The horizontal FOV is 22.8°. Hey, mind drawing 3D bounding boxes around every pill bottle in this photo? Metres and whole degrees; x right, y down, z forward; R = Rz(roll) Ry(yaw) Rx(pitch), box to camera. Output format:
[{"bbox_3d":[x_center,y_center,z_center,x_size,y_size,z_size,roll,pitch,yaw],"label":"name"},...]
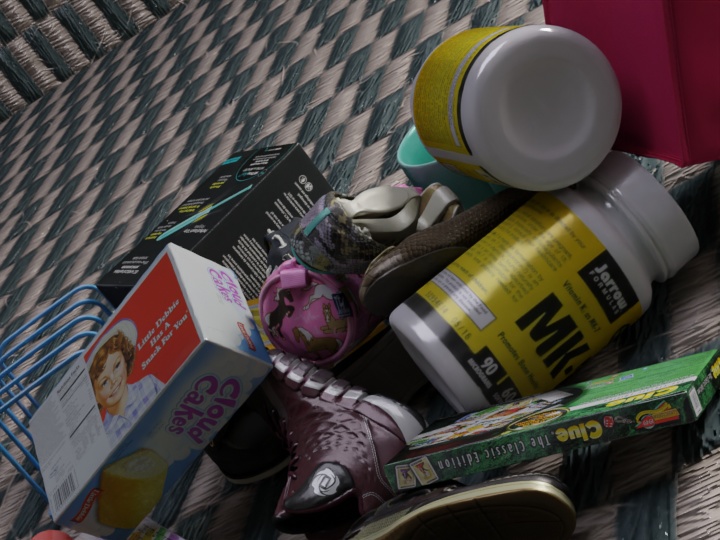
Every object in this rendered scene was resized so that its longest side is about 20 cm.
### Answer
[{"bbox_3d":[0.129,0.014,1.245,0.200,0.114,0.114,-39,19,-5],"label":"pill bottle"},{"bbox_3d":[0.101,-0.119,1.283,0.112,0.112,0.200,-40,14,-6],"label":"pill bottle"}]

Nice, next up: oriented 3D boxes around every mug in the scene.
[{"bbox_3d":[0.117,-0.081,1.481,0.152,0.114,0.185,-20,27,39],"label":"mug"}]

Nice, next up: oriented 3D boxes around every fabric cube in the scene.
[{"bbox_3d":[0.259,-0.193,1.264,0.199,0.196,0.200,-12,13,-17],"label":"fabric cube"}]

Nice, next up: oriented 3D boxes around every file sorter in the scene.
[{"bbox_3d":[-0.266,0.115,1.686,0.139,0.123,0.200,-35,19,3],"label":"file sorter"}]

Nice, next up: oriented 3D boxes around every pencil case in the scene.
[{"bbox_3d":[0.000,0.000,1.392,0.087,0.083,0.200,-50,-6,35],"label":"pencil case"}]

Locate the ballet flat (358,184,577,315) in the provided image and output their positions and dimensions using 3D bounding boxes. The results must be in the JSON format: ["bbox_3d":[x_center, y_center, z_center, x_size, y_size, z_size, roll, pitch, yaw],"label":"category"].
[{"bbox_3d":[0.079,-0.026,1.296,0.200,0.067,0.046,-27,60,-21],"label":"ballet flat"}]

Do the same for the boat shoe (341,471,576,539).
[{"bbox_3d":[0.049,0.159,1.115,0.200,0.073,0.065,-24,28,33],"label":"boat shoe"}]

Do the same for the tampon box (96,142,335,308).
[{"bbox_3d":[-0.119,-0.006,1.699,0.200,0.126,0.150,-46,21,-21],"label":"tampon box"}]

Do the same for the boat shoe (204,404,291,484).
[{"bbox_3d":[-0.105,0.125,1.481,0.074,0.063,0.201,-41,21,-14],"label":"boat shoe"}]

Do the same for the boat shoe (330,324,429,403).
[{"bbox_3d":[0.049,0.049,1.370,0.200,0.073,0.063,-37,22,15],"label":"boat shoe"}]

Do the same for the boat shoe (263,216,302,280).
[{"bbox_3d":[-0.051,0.005,1.516,0.060,0.076,0.200,-17,12,1],"label":"boat shoe"}]

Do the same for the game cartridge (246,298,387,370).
[{"bbox_3d":[-0.093,0.058,1.519,0.200,0.032,0.176,-10,15,-14],"label":"game cartridge"}]

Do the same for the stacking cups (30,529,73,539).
[{"bbox_3d":[-0.227,0.244,1.280,0.060,0.061,0.200,-37,18,0],"label":"stacking cups"}]

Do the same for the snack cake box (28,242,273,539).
[{"bbox_3d":[-0.163,0.094,1.353,0.200,0.067,0.115,-49,38,21],"label":"snack cake box"}]

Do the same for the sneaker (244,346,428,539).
[{"bbox_3d":[-0.047,0.130,1.293,0.200,0.076,0.116,16,62,42],"label":"sneaker"}]

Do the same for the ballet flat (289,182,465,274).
[{"bbox_3d":[0.039,-0.032,1.324,0.200,0.072,0.072,-1,-11,-44],"label":"ballet flat"}]

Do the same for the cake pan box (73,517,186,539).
[{"bbox_3d":[-0.205,0.268,1.344,0.184,0.052,0.200,-45,21,-15],"label":"cake pan box"}]

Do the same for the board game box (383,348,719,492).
[{"bbox_3d":[0.122,0.093,1.113,0.200,0.023,0.105,-16,3,25],"label":"board game box"}]
